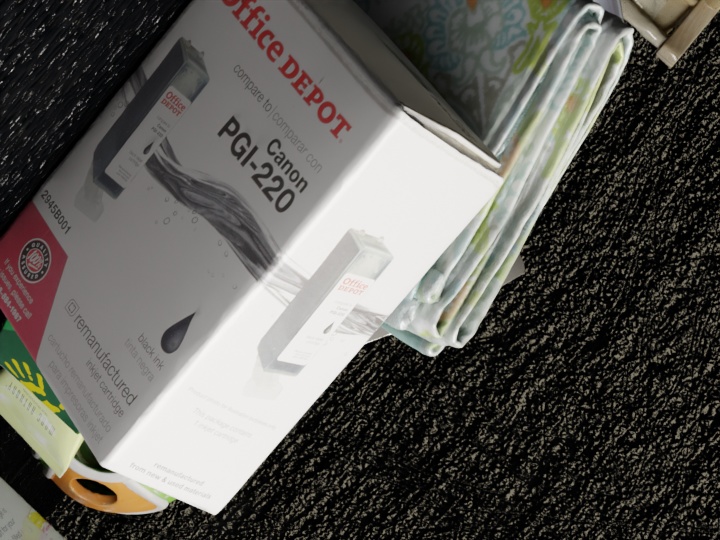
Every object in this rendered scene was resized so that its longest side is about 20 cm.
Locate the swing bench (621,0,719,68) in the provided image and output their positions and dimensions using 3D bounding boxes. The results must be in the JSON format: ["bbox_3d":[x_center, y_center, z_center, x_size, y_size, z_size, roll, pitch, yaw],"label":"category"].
[{"bbox_3d":[0.199,-0.277,1.547,0.130,0.199,0.200,-49,180,-31],"label":"swing bench"}]

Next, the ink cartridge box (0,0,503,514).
[{"bbox_3d":[-0.055,-0.020,1.024,0.200,0.146,0.085,-48,140,10],"label":"ink cartridge box"}]

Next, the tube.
[{"bbox_3d":[-0.149,0.025,1.410,0.200,0.052,0.058,-53,-153,16],"label":"tube"}]

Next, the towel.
[{"bbox_3d":[0.014,-0.072,1.076,0.048,0.200,0.172,28,93,-48],"label":"towel"}]

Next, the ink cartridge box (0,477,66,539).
[{"bbox_3d":[-0.229,0.218,1.315,0.145,0.200,0.145,-46,180,21],"label":"ink cartridge box"}]

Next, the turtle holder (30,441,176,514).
[{"bbox_3d":[-0.137,0.070,1.512,0.186,0.141,0.132,-48,178,9],"label":"turtle holder"}]

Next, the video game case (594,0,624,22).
[{"bbox_3d":[0.093,-0.127,1.221,0.200,0.019,0.144,-55,140,-48],"label":"video game case"}]

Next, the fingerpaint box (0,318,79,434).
[{"bbox_3d":[-0.100,-0.028,1.261,0.200,0.073,0.167,-50,-179,-26],"label":"fingerpaint box"}]

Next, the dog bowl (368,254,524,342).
[{"bbox_3d":[0.000,0.000,1.385,0.199,0.059,0.200,-21,-174,2],"label":"dog bowl"}]
